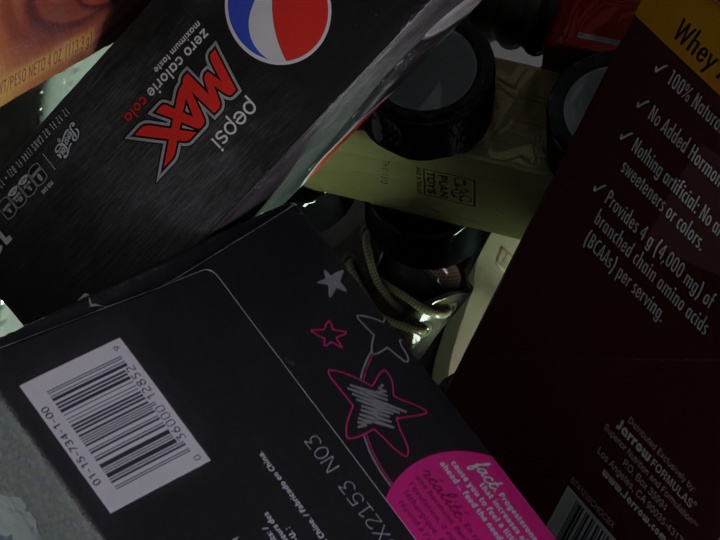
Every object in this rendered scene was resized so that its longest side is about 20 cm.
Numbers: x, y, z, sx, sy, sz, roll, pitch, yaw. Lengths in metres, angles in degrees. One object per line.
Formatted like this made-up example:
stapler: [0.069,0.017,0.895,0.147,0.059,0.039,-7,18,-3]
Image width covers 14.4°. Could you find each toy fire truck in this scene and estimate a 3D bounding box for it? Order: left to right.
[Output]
toy fire truck: [0.052,-0.098,1.005,0.129,0.175,0.201,84,22,-60]

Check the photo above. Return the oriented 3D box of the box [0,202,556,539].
box: [-0.027,0.107,0.834,0.132,0.200,0.115,-26,160,-36]

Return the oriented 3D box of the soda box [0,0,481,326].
soda box: [-0.033,-0.059,0.861,0.200,0.063,0.071,-44,174,24]

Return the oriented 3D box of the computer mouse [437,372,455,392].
computer mouse: [0.087,0.012,1.045,0.199,0.138,0.053,-27,92,-27]

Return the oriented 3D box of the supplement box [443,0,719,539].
supplement box: [0.148,0.043,0.855,0.132,0.197,0.201,0,126,-40]

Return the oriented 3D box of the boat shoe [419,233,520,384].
boat shoe: [0.056,0.000,1.185,0.074,0.063,0.202,48,49,-26]

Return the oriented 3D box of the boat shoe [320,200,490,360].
boat shoe: [0.000,0.000,1.039,0.074,0.073,0.201,37,60,-17]

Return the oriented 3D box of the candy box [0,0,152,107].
candy box: [-0.095,-0.156,0.805,0.117,0.056,0.201,-36,137,-47]
